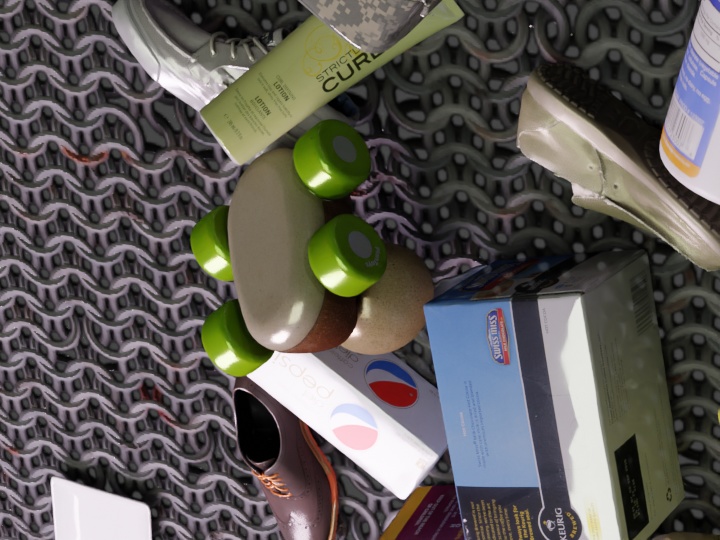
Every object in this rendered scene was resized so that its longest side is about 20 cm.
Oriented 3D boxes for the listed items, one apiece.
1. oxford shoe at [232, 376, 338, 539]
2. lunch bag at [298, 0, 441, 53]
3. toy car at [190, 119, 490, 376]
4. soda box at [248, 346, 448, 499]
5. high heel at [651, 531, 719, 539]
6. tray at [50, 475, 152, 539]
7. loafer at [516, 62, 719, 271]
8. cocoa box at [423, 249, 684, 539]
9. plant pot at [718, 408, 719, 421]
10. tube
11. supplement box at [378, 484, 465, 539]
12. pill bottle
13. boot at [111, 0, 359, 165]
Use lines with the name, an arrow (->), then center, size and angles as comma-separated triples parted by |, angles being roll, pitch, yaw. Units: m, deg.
oxford shoe -> -0.072, 0.164, 1.626 | 0.071, 0.073, 0.202 | -3, 115, 28
lunch bag -> 0.037, -0.261, 1.254 | 0.139, 0.200, 0.168 | 40, 129, 1
toy car -> 0.000, 0.000, 1.458 | 0.164, 0.199, 0.159 | -35, 52, 40
soda box -> -0.015, 0.091, 1.558 | 0.199, 0.068, 0.064 | 38, 127, 4
high heel -> 0.237, 0.275, 1.453 | 0.071, 0.198, 0.144 | 15, 102, 61
tray -> -0.236, 0.284, 1.810 | 0.107, 0.022, 0.202 | 13, 121, 20
loafer -> 0.191, -0.066, 1.365 | 0.200, 0.076, 0.068 | 42, 129, 12
cocoa box -> 0.144, 0.098, 1.417 | 0.130, 0.133, 0.202 | -4, 102, 31
plant pot -> 0.366, 0.116, 1.303 | 0.198, 0.181, 0.201 | -18, 106, 34
tube -> -0.026, -0.157, 1.399 | 0.199, 0.052, 0.058 | -37, 139, 3
supplement box -> 0.129, 0.249, 1.548 | 0.199, 0.103, 0.132 | -8, 112, 30
pill bottle -> 0.271, -0.148, 1.248 | 0.111, 0.112, 0.201 | 23, 124, 15
boot -> -0.090, -0.160, 1.466 | 0.200, 0.074, 0.096 | 42, 122, -10
